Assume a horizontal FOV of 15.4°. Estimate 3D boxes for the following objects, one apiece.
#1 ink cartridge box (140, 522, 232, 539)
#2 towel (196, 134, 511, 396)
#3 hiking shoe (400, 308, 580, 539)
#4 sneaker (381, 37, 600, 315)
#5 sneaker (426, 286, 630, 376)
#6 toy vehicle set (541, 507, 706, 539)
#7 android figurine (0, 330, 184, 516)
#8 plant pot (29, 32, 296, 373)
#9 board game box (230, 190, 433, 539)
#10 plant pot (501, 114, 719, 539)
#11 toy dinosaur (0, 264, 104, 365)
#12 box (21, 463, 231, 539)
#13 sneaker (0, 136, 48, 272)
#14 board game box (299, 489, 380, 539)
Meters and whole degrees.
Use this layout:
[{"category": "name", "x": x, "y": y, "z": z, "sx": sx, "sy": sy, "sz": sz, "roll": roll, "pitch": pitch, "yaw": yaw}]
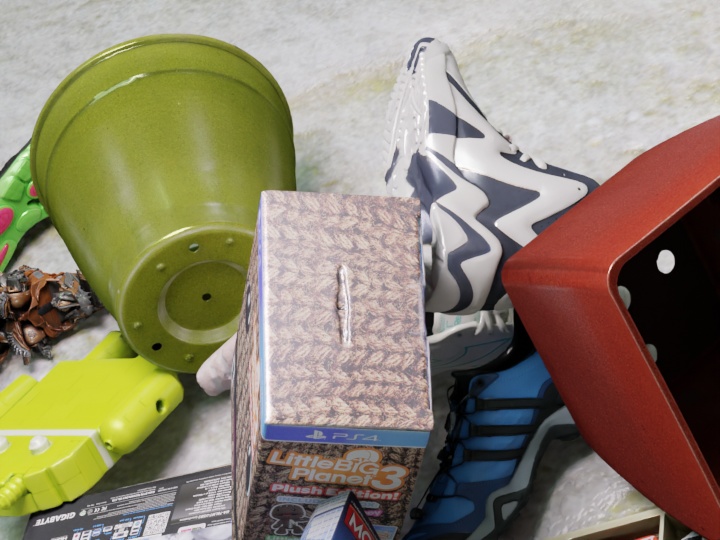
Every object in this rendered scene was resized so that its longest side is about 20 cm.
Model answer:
[{"category": "ink cartridge box", "x": -0.099, "y": 0.247, "z": 1.633, "sx": 0.196, "sy": 0.044, "sz": 0.201, "roll": -10, "pitch": 47, "yaw": 1}, {"category": "towel", "x": 0.000, "y": 0.000, "z": 1.764, "sx": 0.191, "sy": 0.032, "sz": 0.200, "roll": -32, "pitch": -7, "yaw": -40}, {"category": "hiking shoe", "x": 0.074, "y": 0.104, "z": 1.657, "sx": 0.200, "sy": 0.087, "sz": 0.074, "roll": -49, "pitch": 14, "yaw": -20}, {"category": "sneaker", "x": 0.090, "y": -0.055, "z": 1.658, "sx": 0.200, "sy": 0.129, "sz": 0.080, "roll": -101, "pitch": 28, "yaw": -42}, {"category": "sneaker", "x": 0.084, "y": 0.033, "z": 1.714, "sx": 0.199, "sy": 0.080, "sz": 0.071, "roll": -9, "pitch": 74, "yaw": 12}, {"category": "toy vehicle set", "x": 0.151, "y": 0.202, "z": 1.549, "sx": 0.199, "sy": 0.027, "sz": 0.125, "roll": -18, "pitch": 40, "yaw": 25}, {"category": "android figurine", "x": -0.210, "y": 0.110, "z": 1.906, "sx": 0.181, "sy": 0.041, "sz": 0.200, "roll": -2, "pitch": 32, "yaw": 45}, {"category": "plant pot", "x": -0.125, "y": -0.034, "z": 1.902, "sx": 0.200, "sy": 0.201, "sz": 0.193, "roll": -32, "pitch": 38, "yaw": 8}, {"category": "board game box", "x": -0.021, "y": 0.075, "z": 1.596, "sx": 0.096, "sy": 0.201, "sz": 0.160, "roll": 3, "pitch": 56, "yaw": -7}, {"category": "plant pot", "x": 0.200, "y": 0.024, "z": 1.550, "sx": 0.200, "sy": 0.201, "sz": 0.176, "roll": -38, "pitch": 21, "yaw": -24}, {"category": "toy dinosaur", "x": -0.290, "y": 0.043, "z": 2.069, "sx": 0.199, "sy": 0.102, "sz": 0.136, "roll": -31, "pitch": 10, "yaw": 34}, {"category": "box", "x": -0.157, "y": 0.230, "z": 1.764, "sx": 0.199, "sy": 0.050, "sz": 0.199, "roll": -14, "pitch": 43, "yaw": 28}, {"category": "sneaker", "x": -0.290, "y": -0.063, "z": 2.176, "sx": 0.200, "sy": 0.077, "sz": 0.084, "roll": -43, "pitch": 40, "yaw": -9}, {"category": "board game box", "x": 0.003, "y": 0.239, "z": 1.530, "sx": 0.061, "sy": 0.201, "sz": 0.200, "roll": -17, "pitch": 26, "yaw": 24}]
